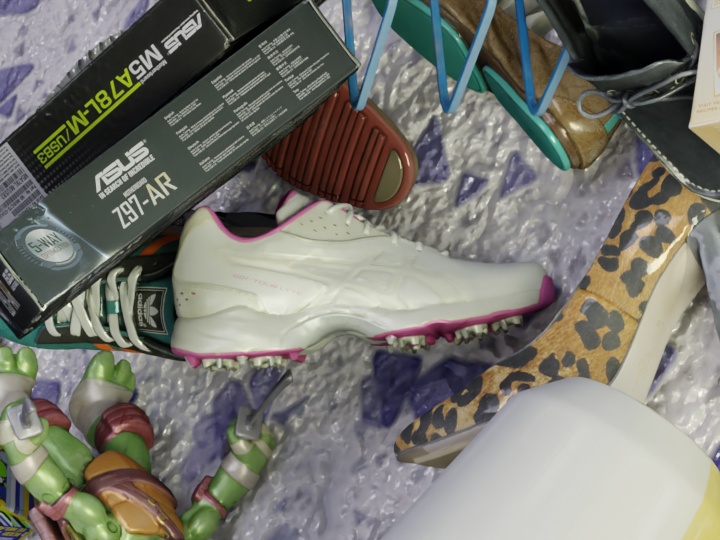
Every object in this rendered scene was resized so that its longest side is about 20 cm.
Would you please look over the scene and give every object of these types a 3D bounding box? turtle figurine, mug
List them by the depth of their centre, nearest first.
[{"bbox_3d":[0.092,0.142,1.127,0.149,0.187,0.153,20,69,47],"label":"mug"},{"bbox_3d":[-0.128,0.083,1.400,0.144,0.201,0.194,-27,35,-18],"label":"turtle figurine"}]

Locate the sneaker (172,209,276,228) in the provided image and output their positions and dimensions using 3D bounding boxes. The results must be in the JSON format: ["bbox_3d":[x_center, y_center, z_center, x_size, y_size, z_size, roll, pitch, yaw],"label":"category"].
[{"bbox_3d":[-0.115,-0.012,1.459,0.199,0.114,0.076,-4,64,41],"label":"sneaker"}]

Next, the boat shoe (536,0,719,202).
[{"bbox_3d":[0.127,-0.099,1.164,0.074,0.200,0.062,-5,43,35],"label":"boat shoe"}]

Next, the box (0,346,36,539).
[{"bbox_3d":[-0.256,0.084,1.564,0.064,0.070,0.200,-36,47,19],"label":"box"}]

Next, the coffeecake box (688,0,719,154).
[{"bbox_3d":[0.230,-0.126,1.183,0.073,0.153,0.201,-9,61,38],"label":"coffeecake box"}]

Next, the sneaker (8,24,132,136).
[{"bbox_3d":[-0.171,-0.078,1.581,0.200,0.070,0.100,-40,-2,-11],"label":"sneaker"}]

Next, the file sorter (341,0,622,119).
[{"bbox_3d":[0.094,-0.152,1.267,0.139,0.199,0.123,111,158,-61],"label":"file sorter"}]

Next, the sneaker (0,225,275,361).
[{"bbox_3d":[-0.116,0.012,1.385,0.199,0.080,0.072,-5,101,10],"label":"sneaker"}]

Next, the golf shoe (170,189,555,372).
[{"bbox_3d":[0.000,0.000,1.308,0.075,0.199,0.092,135,129,-79],"label":"golf shoe"}]

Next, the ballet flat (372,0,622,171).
[{"bbox_3d":[0.083,-0.125,1.390,0.072,0.068,0.200,-38,43,-9],"label":"ballet flat"}]

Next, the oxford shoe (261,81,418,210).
[{"bbox_3d":[-0.033,-0.100,1.473,0.200,0.075,0.071,36,115,28],"label":"oxford shoe"}]

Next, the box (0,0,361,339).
[{"bbox_3d":[-0.101,-0.047,1.293,0.200,0.044,0.160,-38,2,-12],"label":"box"}]

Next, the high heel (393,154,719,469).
[{"bbox_3d":[0.102,0.018,1.268,0.199,0.071,0.143,-18,60,15],"label":"high heel"}]

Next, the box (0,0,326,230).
[{"bbox_3d":[-0.101,-0.106,1.356,0.200,0.193,0.048,-37,90,30],"label":"box"}]
